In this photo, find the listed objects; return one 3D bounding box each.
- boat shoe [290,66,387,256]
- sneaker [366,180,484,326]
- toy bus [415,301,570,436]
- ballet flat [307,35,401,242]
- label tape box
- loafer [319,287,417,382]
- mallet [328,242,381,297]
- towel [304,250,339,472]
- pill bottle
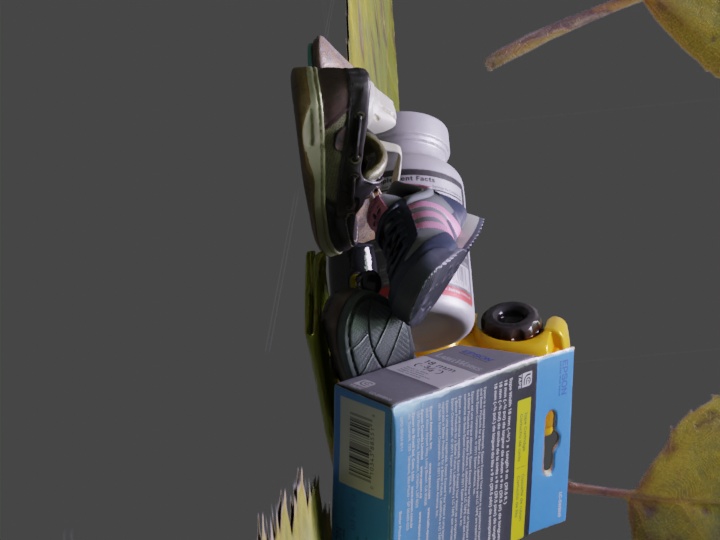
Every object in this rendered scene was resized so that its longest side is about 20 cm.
[{"bbox_3d":[-0.011,-0.078,1.455,0.201,0.064,0.074,80,5,-59],"label":"boat shoe"},{"bbox_3d":[0.033,-0.017,1.422,0.071,0.082,0.200,-57,178,15],"label":"sneaker"},{"bbox_3d":[0.094,0.127,1.824,0.192,0.198,0.137,-71,158,-62],"label":"toy bus"},{"bbox_3d":[0.000,-0.111,1.634,0.068,0.066,0.201,-91,174,-51],"label":"ballet flat"},{"bbox_3d":[0.068,0.137,1.426,0.199,0.063,0.146,-14,112,-44],"label":"label tape box"},{"bbox_3d":[0.008,0.072,1.446,0.072,0.062,0.200,-62,146,-17],"label":"loafer"},{"bbox_3d":[0.000,0.000,1.510,0.200,0.041,0.067,117,-32,-81],"label":"mallet"},{"bbox_3d":[-0.020,0.083,1.458,0.201,0.018,0.087,80,6,-46],"label":"towel"},{"bbox_3d":[0.042,-0.036,1.796,0.116,0.114,0.202,75,10,-65],"label":"pill bottle"}]
